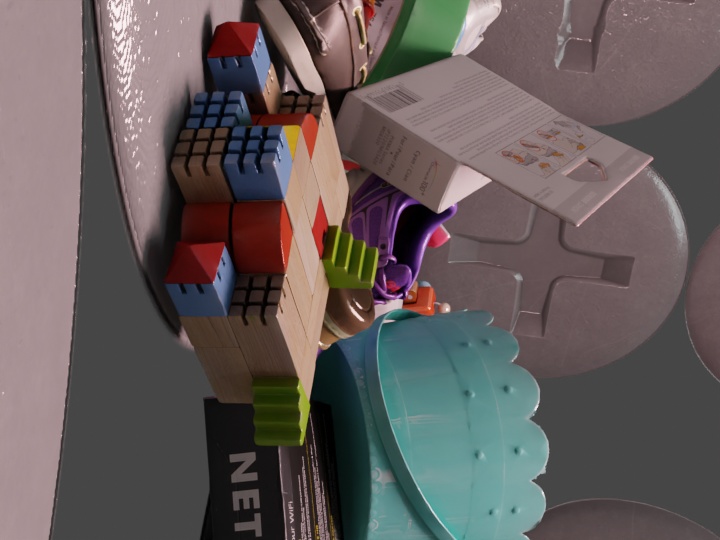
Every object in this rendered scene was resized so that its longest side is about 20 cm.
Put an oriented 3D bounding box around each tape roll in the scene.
[{"bbox_3d":[0.027,-0.206,1.017,0.201,0.048,0.202,-51,-151,41],"label":"tape roll"}]

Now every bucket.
[{"bbox_3d":[0.036,0.130,0.896,0.207,0.133,0.210,177,-90,-68],"label":"bucket"}]

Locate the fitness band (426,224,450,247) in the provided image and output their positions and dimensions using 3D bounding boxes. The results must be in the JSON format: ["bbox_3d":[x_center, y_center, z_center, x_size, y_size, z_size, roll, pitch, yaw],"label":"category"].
[{"bbox_3d":[0.000,0.000,1.001,0.143,0.038,0.200,-39,-172,-7],"label":"fitness band"}]

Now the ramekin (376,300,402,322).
[{"bbox_3d":[0.006,-0.013,1.345,0.202,0.093,0.205,8,90,-87],"label":"ramekin"}]

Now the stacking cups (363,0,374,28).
[{"bbox_3d":[-0.004,-0.273,0.986,0.061,0.060,0.202,80,24,-77],"label":"stacking cups"}]

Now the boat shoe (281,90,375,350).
[{"bbox_3d":[-0.049,-0.033,0.759,0.072,0.076,0.201,44,25,-41],"label":"boat shoe"}]

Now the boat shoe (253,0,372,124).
[{"bbox_3d":[-0.021,-0.147,0.794,0.072,0.059,0.200,57,1,9],"label":"boat shoe"}]

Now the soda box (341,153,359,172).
[{"bbox_3d":[-0.029,-0.048,0.962,0.200,0.067,0.064,-69,166,-72],"label":"soda box"}]

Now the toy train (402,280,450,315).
[{"bbox_3d":[0.020,0.078,1.416,0.201,0.148,0.056,-73,154,-44],"label":"toy train"}]

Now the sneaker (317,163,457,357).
[{"bbox_3d":[-0.010,0.006,0.813,0.201,0.083,0.081,-53,140,-7],"label":"sneaker"}]

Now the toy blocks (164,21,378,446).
[{"bbox_3d":[-0.053,-0.033,0.616,0.137,0.099,0.202,74,20,-50],"label":"toy blocks"}]

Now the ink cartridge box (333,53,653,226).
[{"bbox_3d":[0.097,-0.083,0.840,0.200,0.175,0.045,-32,150,-58],"label":"ink cartridge box"}]

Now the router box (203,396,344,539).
[{"bbox_3d":[-0.049,0.183,0.769,0.149,0.050,0.203,39,44,-74],"label":"router box"}]

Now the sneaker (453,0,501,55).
[{"bbox_3d":[0.074,-0.219,1.140,0.076,0.086,0.200,66,-21,-4],"label":"sneaker"}]
